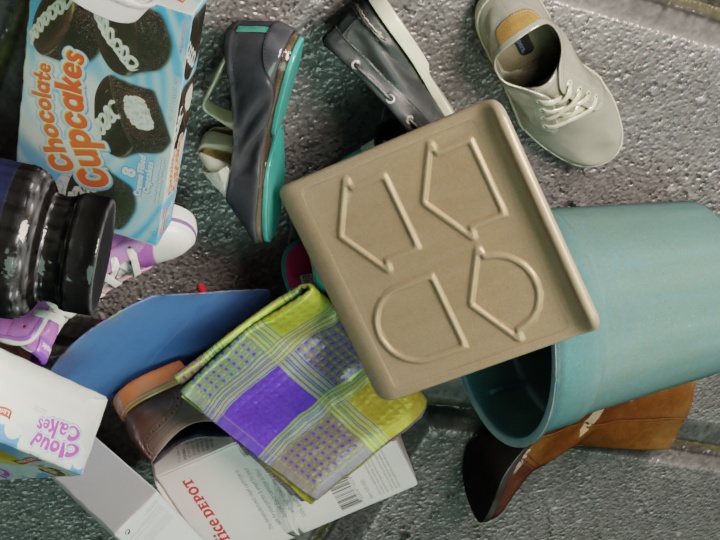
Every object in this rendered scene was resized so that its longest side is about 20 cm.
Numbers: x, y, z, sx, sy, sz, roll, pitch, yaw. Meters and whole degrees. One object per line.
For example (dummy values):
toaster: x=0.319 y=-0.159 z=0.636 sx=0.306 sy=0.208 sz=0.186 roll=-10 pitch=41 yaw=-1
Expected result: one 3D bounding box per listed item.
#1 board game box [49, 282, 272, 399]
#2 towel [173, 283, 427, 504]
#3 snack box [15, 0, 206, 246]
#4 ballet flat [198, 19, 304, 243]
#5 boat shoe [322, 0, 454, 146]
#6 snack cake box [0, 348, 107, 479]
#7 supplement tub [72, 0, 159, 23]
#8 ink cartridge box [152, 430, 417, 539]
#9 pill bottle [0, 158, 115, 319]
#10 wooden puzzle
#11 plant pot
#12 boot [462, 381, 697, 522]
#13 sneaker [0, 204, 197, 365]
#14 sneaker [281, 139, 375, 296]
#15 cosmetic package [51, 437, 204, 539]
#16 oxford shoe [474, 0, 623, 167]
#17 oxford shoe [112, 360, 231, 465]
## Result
board game box: x=-0.168 y=0.047 z=1.332 sx=0.199 sy=0.039 sz=0.158 roll=-4 pitch=148 yaw=-46
towel: x=-0.042 y=0.102 z=1.327 sx=0.143 sy=0.023 sz=0.200 roll=-36 pitch=132 yaw=5
snack box: x=-0.180 y=-0.120 z=1.164 sx=0.116 sy=0.037 sz=0.201 roll=18 pitch=128 yaw=5
ballet flat: x=-0.085 y=-0.106 z=1.226 sx=0.073 sy=0.073 sz=0.201 roll=-4 pitch=137 yaw=-14
boat shoe: x=0.034 y=-0.117 z=1.236 sx=0.066 sy=0.075 sz=0.200 roll=-32 pitch=129 yaw=3
snack cake box: x=-0.304 y=0.113 z=1.271 sx=0.115 sy=0.068 sz=0.199 roll=32 pitch=153 yaw=-35
supplement tub: x=-0.120 y=-0.266 z=1.012 sx=0.145 sy=0.145 sz=0.200 roll=30 pitch=116 yaw=-36
ink cartridge box: x=-0.070 y=0.158 z=1.443 sx=0.199 sy=0.083 sz=0.147 roll=-23 pitch=133 yaw=3
pill bottle: x=-0.279 y=-0.028 z=1.160 sx=0.199 sy=0.112 sz=0.112 roll=11 pitch=129 yaw=-3
wooden puzzle: x=0.060 y=-0.014 z=1.221 sx=0.199 sy=0.046 sz=0.186 roll=-20 pitch=102 yaw=28
plant pot: x=0.198 y=0.028 z=1.353 sx=0.195 sy=0.201 sz=0.201 roll=-10 pitch=133 yaw=-21
boot: x=0.206 y=0.161 z=1.565 sx=0.199 sy=0.069 sz=0.189 roll=-2 pitch=123 yaw=-26
sneaker: x=-0.216 y=0.017 z=1.245 sx=0.199 sy=0.115 sz=0.073 roll=-11 pitch=152 yaw=-3
sneaker: x=0.000 y=0.000 z=1.324 sx=0.120 sy=0.084 sz=0.201 roll=-26 pitch=125 yaw=-1
cosmetic package: x=-0.197 y=0.193 z=1.358 sx=0.052 sy=0.200 sz=0.151 roll=-45 pitch=134 yaw=-14
oxford shoe: x=0.149 y=-0.138 z=1.270 sx=0.075 sy=0.058 sz=0.200 roll=-33 pitch=134 yaw=9
oxford shoe: x=-0.101 y=0.100 z=1.369 sx=0.199 sy=0.073 sz=0.071 roll=-24 pitch=159 yaw=-10
